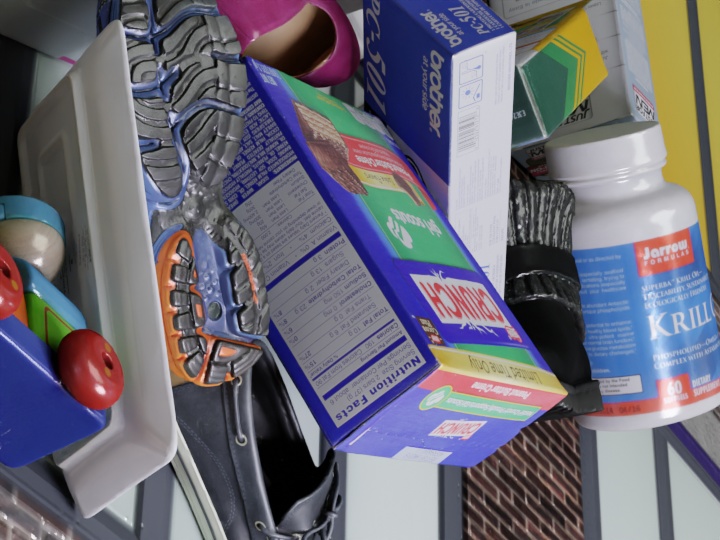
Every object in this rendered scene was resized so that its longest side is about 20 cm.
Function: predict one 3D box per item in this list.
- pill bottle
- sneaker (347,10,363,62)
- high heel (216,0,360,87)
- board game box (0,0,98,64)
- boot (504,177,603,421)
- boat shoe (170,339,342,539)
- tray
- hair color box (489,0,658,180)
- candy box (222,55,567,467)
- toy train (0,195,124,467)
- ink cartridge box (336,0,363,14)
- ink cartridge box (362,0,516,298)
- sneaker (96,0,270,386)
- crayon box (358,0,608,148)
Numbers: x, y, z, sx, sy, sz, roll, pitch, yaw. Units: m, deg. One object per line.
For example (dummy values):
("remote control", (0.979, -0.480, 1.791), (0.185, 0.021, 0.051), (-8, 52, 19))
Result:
("pill bottle", (0.185, 0.002, 1.606), (0.112, 0.112, 0.200), (-33, 113, -65))
("sneaker", (0.027, -0.201, 1.480), (0.083, 0.081, 0.200), (62, 26, -11))
("high heel", (-0.041, -0.118, 1.248), (0.096, 0.067, 0.200), (51, 17, 31))
("board game box", (-0.149, -0.208, 1.120), (0.148, 0.064, 0.200), (21, 57, -62))
("boot", (0.095, 0.017, 1.469), (0.211, 0.079, 0.158), (14, 68, -75))
("boat shoe", (-0.038, 0.118, 1.142), (0.200, 0.062, 0.075), (65, 23, -19))
("tray", (-0.122, 0.000, 1.016), (0.022, 0.107, 0.200), (2, 69, -30))
("hair color box", (0.154, -0.176, 1.704), (0.061, 0.099, 0.200), (37, 42, -54))
("candy box", (0.000, 0.000, 1.204), (0.200, 0.077, 0.169), (58, 17, 20))
("toy train", (-0.178, -0.015, 0.916), (0.200, 0.085, 0.116), (47, 24, -44))
("ink cartridge box", (-0.030, -0.263, 1.309), (0.147, 0.145, 0.200), (28, 49, -59))
("ink cartridge box", (0.042, -0.073, 1.308), (0.094, 0.044, 0.200), (48, -29, 40))
("sneaker", (-0.100, -0.046, 1.074), (0.075, 0.078, 0.200), (-12, 101, -44))
("crayon box", (0.079, -0.113, 1.467), (0.052, 0.126, 0.200), (68, 24, -11))
